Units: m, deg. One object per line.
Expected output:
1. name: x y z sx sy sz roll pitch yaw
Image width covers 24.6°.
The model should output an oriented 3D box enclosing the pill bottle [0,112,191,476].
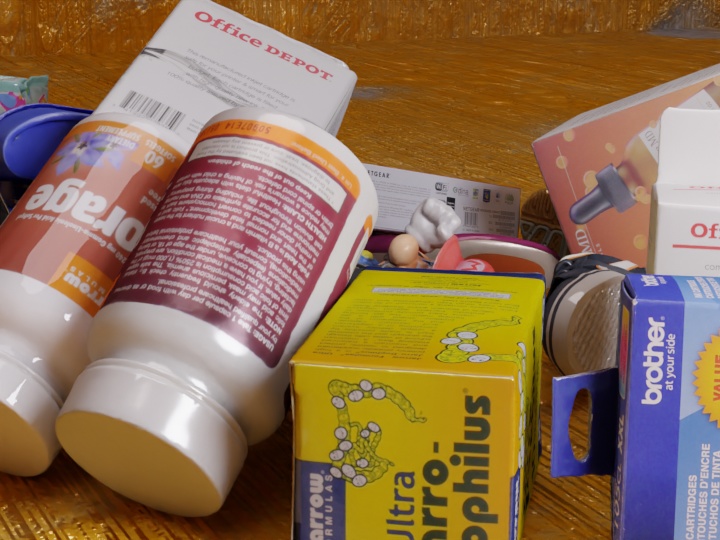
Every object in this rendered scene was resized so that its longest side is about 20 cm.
1. pill bottle: -0.166 0.013 0.949 0.111 0.113 0.201 7 50 27

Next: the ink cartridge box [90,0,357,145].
1. ink cartridge box: -0.107 -0.088 1.173 0.144 0.084 0.201 25 45 3

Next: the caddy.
1. caddy: -0.210 -0.054 1.273 0.198 0.143 0.105 6 1 -23

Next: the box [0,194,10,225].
1. box: -0.319 0.002 1.073 0.197 0.050 0.200 -28 29 -10

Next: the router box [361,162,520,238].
1. router box: 0.002 -0.053 1.365 0.178 0.049 0.199 2 -3 45

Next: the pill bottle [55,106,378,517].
1. pill bottle: -0.076 0.021 0.883 0.113 0.115 0.201 7 54 28

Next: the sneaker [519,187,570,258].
1. sneaker: 0.228 -0.019 1.349 0.198 0.076 0.087 18 13 24

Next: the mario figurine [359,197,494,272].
1. mario figurine: 0.000 0.000 1.146 0.198 0.125 0.106 2 -14 29

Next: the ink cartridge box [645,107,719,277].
1. ink cartridge box: 0.214 0.016 0.904 0.116 0.202 0.067 2 14 9

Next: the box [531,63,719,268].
1. box: 0.251 -0.064 1.206 0.199 0.154 0.106 -19 6 30

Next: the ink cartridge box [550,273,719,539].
1. ink cartridge box: 0.191 0.076 0.796 0.198 0.138 0.076 2 8 7

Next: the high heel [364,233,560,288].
1. high heel: 0.057 -0.010 1.283 0.198 0.068 0.096 -2 24 6

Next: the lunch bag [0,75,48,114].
1. lunch bag: -0.366 -0.085 1.369 0.198 0.172 0.122 5 12 1

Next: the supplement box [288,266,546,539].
1. supplement box: 0.036 0.074 0.859 0.108 0.110 0.200 3 14 10

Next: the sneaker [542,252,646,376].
1. sneaker: 0.154 0.031 1.109 0.079 0.079 0.199 14 8 31

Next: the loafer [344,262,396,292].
1. loafer: 0.004 0.020 0.992 0.198 0.073 0.073 25 43 2
